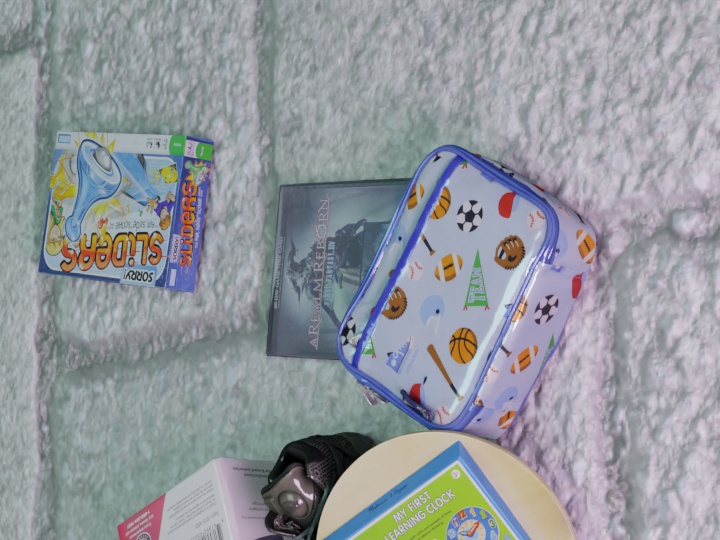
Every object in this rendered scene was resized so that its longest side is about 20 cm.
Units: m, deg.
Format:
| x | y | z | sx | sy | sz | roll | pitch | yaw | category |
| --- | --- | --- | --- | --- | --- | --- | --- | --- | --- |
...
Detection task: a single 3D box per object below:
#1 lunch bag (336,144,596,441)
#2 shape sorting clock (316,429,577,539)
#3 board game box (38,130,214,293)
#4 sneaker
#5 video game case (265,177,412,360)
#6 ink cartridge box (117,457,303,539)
| x | y | z | sx | sy | sz | roll | pitch | yaw | category |
| --- | --- | --- | --- | --- | --- | --- | --- | --- | --- |
| 0.069 | 0.018 | 1.524 | 0.160 | 0.076 | 0.200 | 36 | 104 | 38 | lunch bag |
| 0.062 | 0.210 | 1.489 | 0.200 | 0.039 | 0.200 | 5 | 104 | 19 | shape sorting clock |
| -0.213 | -0.055 | 1.884 | 0.200 | 0.034 | 0.136 | 5 | 87 | 48 | board game box |
| -0.006 | 0.201 | 1.561 | 0.076 | 0.114 | 0.200 | -53 | 54 | 28 | sneaker |
| 0.000 | 0.000 | 1.656 | 0.200 | 0.019 | 0.143 | 0 | 84 | 47 | video game case |
| -0.106 | 0.271 | 1.679 | 0.145 | 0.084 | 0.200 | -36 | 58 | 38 | ink cartridge box |
